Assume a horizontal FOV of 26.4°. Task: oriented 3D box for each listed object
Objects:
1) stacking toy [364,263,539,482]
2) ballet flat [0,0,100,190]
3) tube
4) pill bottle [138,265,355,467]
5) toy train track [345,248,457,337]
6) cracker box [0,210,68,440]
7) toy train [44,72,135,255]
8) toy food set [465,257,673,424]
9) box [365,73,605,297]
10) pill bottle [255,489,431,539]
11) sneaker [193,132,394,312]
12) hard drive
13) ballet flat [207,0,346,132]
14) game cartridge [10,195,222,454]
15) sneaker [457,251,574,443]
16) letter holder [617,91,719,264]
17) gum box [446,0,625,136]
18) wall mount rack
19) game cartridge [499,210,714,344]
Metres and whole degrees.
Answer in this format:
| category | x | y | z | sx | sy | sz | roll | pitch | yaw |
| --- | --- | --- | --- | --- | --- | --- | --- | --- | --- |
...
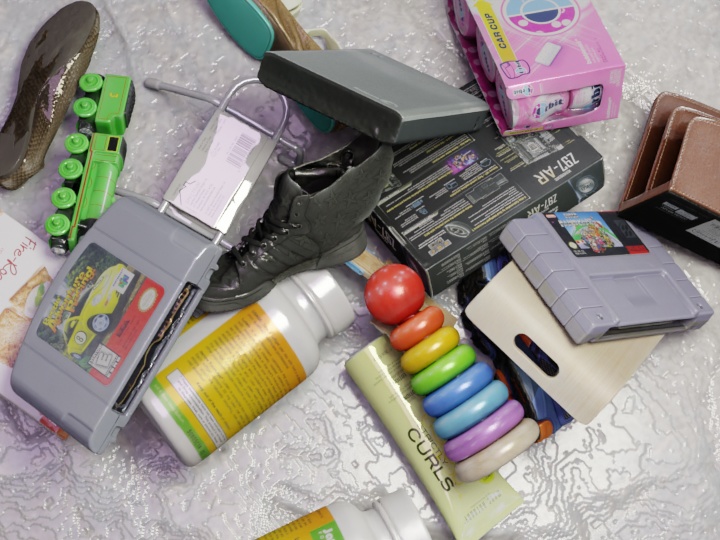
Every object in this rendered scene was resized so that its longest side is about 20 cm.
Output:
| category | x | y | z | sx | sy | sz | roll | pitch | yaw |
| --- | --- | --- | --- | --- | --- | --- | --- | --- | --- |
| stacking toy | 0.072 | 0.082 | 1.348 | 0.085 | 0.085 | 0.201 | -32 | 88 | -11 |
| ballet flat | -0.294 | -0.164 | 1.452 | 0.067 | 0.046 | 0.201 | 7 | 67 | 31 |
| tube | 0.064 | 0.150 | 1.393 | 0.058 | 0.052 | 0.201 | -37 | 84 | 18 |
| pill bottle | -0.106 | 0.072 | 1.367 | 0.200 | 0.111 | 0.111 | -37 | 81 | -11 |
| toy train track | 0.000 | 0.000 | 1.421 | 0.200 | 0.033 | 0.115 | 37 | 46 | -4 |
| cracker box | -0.310 | 0.041 | 1.389 | 0.199 | 0.058 | 0.134 | 34 | 77 | 4 |
| toy train | -0.245 | -0.098 | 1.408 | 0.056 | 0.042 | 0.201 | 6 | 58 | 0 |
| toy food set | 0.188 | 0.043 | 1.373 | 0.143 | 0.061 | 0.200 | 43 | 33 | 7 |
| box | 0.100 | -0.088 | 1.419 | 0.199 | 0.044 | 0.160 | -32 | 55 | -12 |
| pill bottle | -0.036 | 0.267 | 1.316 | 0.199 | 0.111 | 0.112 | -24 | 79 | -9 |
| sneaker | -0.062 | -0.044 | 1.314 | 0.199 | 0.105 | 0.060 | -21 | 41 | -14 |
| hard drive | 0.015 | -0.155 | 1.348 | 0.139 | 0.200 | 0.033 | 27 | 109 | 19 |
| ballet flat | -0.065 | -0.221 | 1.471 | 0.200 | 0.068 | 0.072 | 47 | 56 | 7 |
| game cartridge | -0.215 | 0.040 | 1.311 | 0.133 | 0.041 | 0.201 | 27 | 86 | 39 |
| sneaker | 0.149 | 0.057 | 1.416 | 0.078 | 0.075 | 0.201 | -15 | 80 | -24 |
| letter holder | 0.362 | -0.083 | 1.418 | 0.199 | 0.101 | 0.143 | 25 | 73 | -13 |
| gum box | 0.162 | -0.214 | 1.433 | 0.113 | 0.066 | 0.201 | -11 | 48 | -8 |
| wall mount rack | -0.155 | -0.098 | 1.429 | 0.173 | 0.075 | 0.201 | 29 | 75 | 1 |
| game cartridge | 0.222 | 0.002 | 1.370 | 0.199 | 0.038 | 0.130 | -3 | 55 | -47 |
